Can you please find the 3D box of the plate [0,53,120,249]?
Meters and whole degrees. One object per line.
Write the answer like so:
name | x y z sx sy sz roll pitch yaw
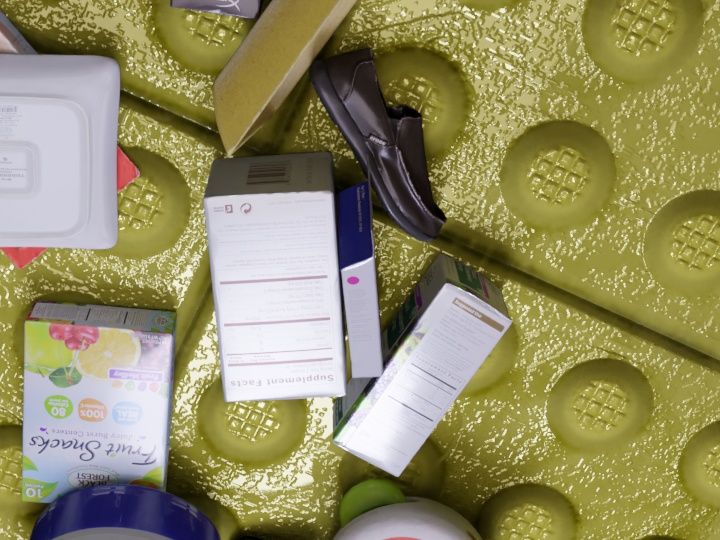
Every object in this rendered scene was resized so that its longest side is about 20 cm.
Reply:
plate | -0.316 -0.097 1.149 0.198 0.032 0.201 0 124 -12

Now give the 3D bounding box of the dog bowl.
dog bowl | -0.239 0.307 1.298 0.199 0.079 0.201 0 130 0

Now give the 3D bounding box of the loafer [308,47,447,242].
loafer | 0.030 -0.114 1.170 0.071 0.073 0.200 -30 112 8

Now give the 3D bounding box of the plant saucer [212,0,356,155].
plant saucer | -0.052 -0.203 1.069 0.048 0.200 0.200 36 106 -4

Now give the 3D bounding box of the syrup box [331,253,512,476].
syrup box | 0.057 0.092 1.253 0.081 0.079 0.200 29 108 -13

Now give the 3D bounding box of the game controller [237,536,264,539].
game controller | -0.093 0.378 1.371 0.104 0.042 0.201 9 114 18

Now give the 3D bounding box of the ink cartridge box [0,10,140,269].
ink cartridge box | -0.326 -0.110 1.171 0.162 0.050 0.200 -36 106 12

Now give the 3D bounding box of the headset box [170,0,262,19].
headset box | -0.102 -0.320 1.041 0.075 0.149 0.201 7 111 -4

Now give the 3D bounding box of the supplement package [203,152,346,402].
supplement package | -0.075 0.005 1.192 0.117 0.117 0.201 -4 113 -1

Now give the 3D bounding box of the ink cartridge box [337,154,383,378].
ink cartridge box | 0.000 0.000 1.164 0.037 0.095 0.201 -2 138 -1

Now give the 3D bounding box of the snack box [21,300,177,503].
snack box | -0.257 0.135 1.271 0.141 0.053 0.201 6 112 -4

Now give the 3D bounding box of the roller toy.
roller toy | 0.048 0.325 1.287 0.199 0.140 0.183 24 90 4
